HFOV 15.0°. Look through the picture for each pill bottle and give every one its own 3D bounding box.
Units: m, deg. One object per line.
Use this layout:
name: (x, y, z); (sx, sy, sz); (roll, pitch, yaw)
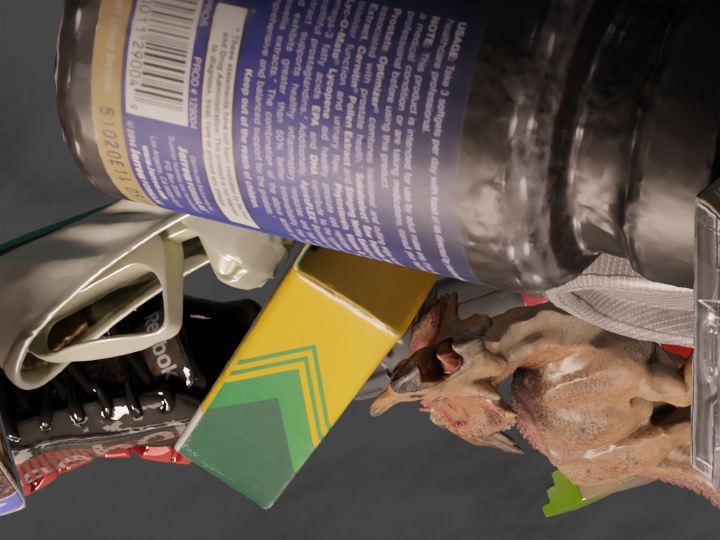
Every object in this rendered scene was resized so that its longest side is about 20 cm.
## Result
pill bottle: (0.020, -0.056, 0.808); (0.200, 0.112, 0.112); (14, 168, 21)

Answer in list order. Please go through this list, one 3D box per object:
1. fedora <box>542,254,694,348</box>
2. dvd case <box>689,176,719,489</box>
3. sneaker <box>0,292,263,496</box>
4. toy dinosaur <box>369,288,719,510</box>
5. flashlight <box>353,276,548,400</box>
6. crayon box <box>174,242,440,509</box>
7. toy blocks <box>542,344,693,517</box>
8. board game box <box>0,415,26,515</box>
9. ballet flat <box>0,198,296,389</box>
fedora: (0.135, -0.025, 0.913); (0.200, 0.090, 0.177); (-4, 164, 8)
dvd case: (0.173, -0.033, 0.802); (0.200, 0.016, 0.149); (-38, 151, -17)
sneaker: (-0.120, 0.051, 1.195); (0.200, 0.071, 0.098); (-9, 157, -29)
toy dinosaur: (0.088, 0.050, 1.102); (0.136, 0.086, 0.200); (-33, 131, 6)
flashlight: (0.070, 0.016, 1.229); (0.200, 0.068, 0.068); (-21, -158, 48)
crayon box: (0.000, 0.000, 1.104); (0.126, 0.052, 0.200); (-58, -179, -34)
toy blocks: (0.145, 0.013, 1.247); (0.100, 0.137, 0.200); (-9, 164, -46)
board game box: (-0.233, 0.044, 1.049); (0.159, 0.097, 0.200); (-18, 158, -3)
ballet flat: (-0.071, -0.010, 1.098); (0.200, 0.069, 0.069); (-28, 157, 21)
